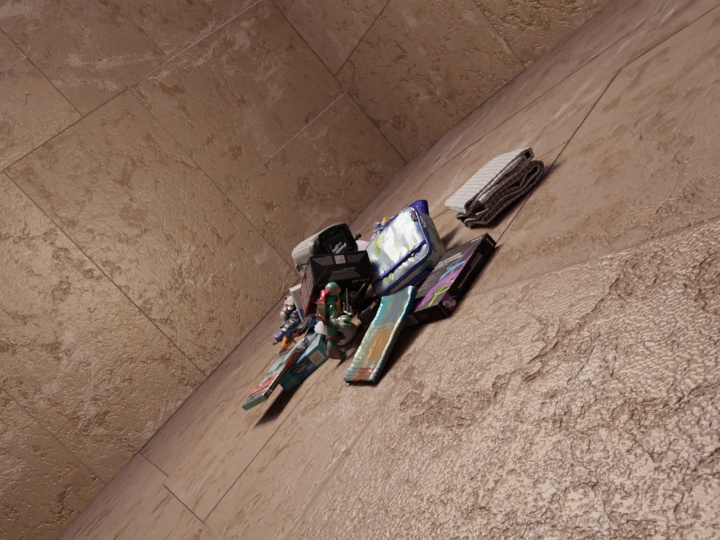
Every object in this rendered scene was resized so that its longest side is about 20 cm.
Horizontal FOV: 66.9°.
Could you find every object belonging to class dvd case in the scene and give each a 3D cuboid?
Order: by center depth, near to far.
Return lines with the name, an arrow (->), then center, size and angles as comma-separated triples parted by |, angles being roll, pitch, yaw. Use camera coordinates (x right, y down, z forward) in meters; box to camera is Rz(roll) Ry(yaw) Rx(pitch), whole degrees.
dvd case -> -0.220, 0.269, 1.418 | 0.146, 0.022, 0.201 | -37, 14, 49

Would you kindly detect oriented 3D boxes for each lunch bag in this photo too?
lunch bag -> 0.100, -0.035, 1.285 | 0.199, 0.082, 0.163 | -40, 49, 31

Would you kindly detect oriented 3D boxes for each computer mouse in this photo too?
computer mouse -> -0.085, 0.133, 1.404 | 0.198, 0.044, 0.110 | 13, 55, 48

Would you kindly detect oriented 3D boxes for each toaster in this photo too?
toaster -> -0.100, -0.057, 1.545 | 0.128, 0.115, 0.199 | -17, 16, 47

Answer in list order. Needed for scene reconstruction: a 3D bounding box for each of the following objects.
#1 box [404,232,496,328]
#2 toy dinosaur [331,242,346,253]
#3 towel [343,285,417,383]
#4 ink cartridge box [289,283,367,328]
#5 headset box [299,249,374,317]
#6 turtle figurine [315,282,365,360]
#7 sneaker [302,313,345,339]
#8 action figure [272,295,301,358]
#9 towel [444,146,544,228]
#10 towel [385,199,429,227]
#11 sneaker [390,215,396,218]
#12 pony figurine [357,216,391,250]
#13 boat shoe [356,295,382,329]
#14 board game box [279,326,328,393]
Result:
box -> 0.168, 0.020, 1.062 | 0.200, 0.036, 0.142 | -49, 10, -30
toy dinosaur -> 0.000, 0.000, 1.469 | 0.201, 0.181, 0.105 | -54, 18, -21
towel -> 0.038, 0.127, 1.067 | 0.202, 0.022, 0.146 | -62, 14, -21
ink cartridge box -> -0.088, 0.069, 1.541 | 0.197, 0.118, 0.067 | -23, 7, -11
headset box -> -0.065, 0.039, 1.333 | 0.146, 0.079, 0.201 | -7, -28, -19
turtle figurine -> -0.051, 0.094, 1.240 | 0.151, 0.099, 0.203 | -65, -15, -55
sneaker -> -0.103, 0.151, 1.611 | 0.200, 0.060, 0.104 | -46, 4, 30
action figure -> -0.218, 0.165, 1.600 | 0.199, 0.103, 0.197 | -28, -45, -55
towel -> 0.303, -0.182, 1.239 | 0.200, 0.086, 0.166 | -43, 11, -1
towel -> 0.127, -0.071, 1.391 | 0.147, 0.049, 0.203 | -32, 43, 35
sneaker -> 0.131, -0.131, 1.830 | 0.115, 0.073, 0.202 | -33, 24, 43
pony figurine -> 0.053, -0.064, 1.621 | 0.191, 0.168, 0.201 | -18, -28, -36
boat shoe -> 0.023, 0.092, 1.300 | 0.074, 0.060, 0.200 | -41, 10, 13
board game box -> -0.143, 0.226, 1.481 | 0.151, 0.047, 0.200 | -42, 9, 12
